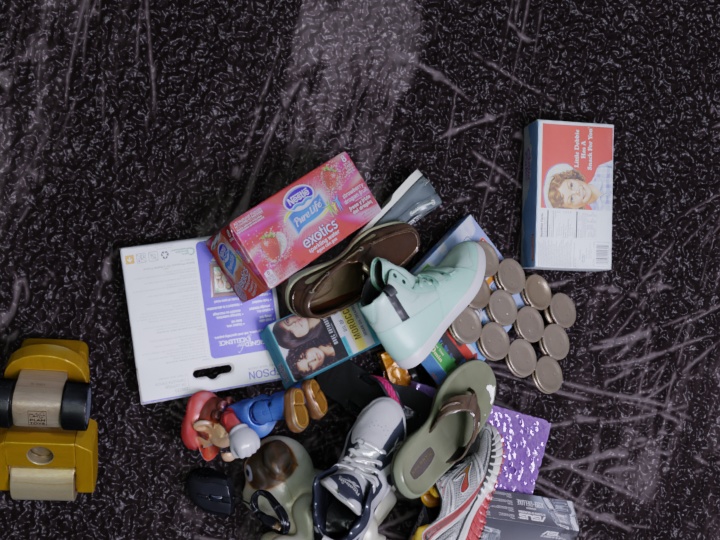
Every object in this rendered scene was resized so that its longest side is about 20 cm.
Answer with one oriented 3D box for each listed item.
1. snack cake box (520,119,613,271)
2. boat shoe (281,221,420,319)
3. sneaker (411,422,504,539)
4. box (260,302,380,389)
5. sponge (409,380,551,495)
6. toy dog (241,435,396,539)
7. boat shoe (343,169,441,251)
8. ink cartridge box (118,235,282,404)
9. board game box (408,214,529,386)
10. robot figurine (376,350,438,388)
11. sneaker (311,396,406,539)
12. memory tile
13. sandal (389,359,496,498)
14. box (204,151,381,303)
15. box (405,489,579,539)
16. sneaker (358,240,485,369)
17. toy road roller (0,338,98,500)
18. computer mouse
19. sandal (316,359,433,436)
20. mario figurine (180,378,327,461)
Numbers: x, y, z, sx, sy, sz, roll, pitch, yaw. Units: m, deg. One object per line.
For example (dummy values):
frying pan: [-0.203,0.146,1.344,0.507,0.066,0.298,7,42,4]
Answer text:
snack cake box: [0.287,-0.102,1.261,0.113,0.067,0.204,2,89,-8]
boat shoe: [0.002,0.006,1.137,0.201,0.075,0.076,-32,115,-19]
sneaker: [0.121,0.264,1.102,0.081,0.078,0.201,24,48,5]
box: [-0.025,0.074,1.183,0.198,0.049,0.083,-24,82,-24]
sponge: [0.146,0.227,1.192,0.197,0.030,0.114,18,84,-11]
toy dog: [-0.061,0.293,1.162,0.198,0.139,0.196,31,84,-6]
boat shoe: [0.032,-0.045,1.214,0.062,0.073,0.201,42,78,-3]
ink cartridge box: [-0.205,0.058,1.184,0.194,0.043,0.204,-8,89,-11]
board game box: [0.131,0.042,1.207,0.152,0.036,0.200,51,54,-6]
robot figurine: [0.099,0.193,1.229,0.143,0.058,0.203,-18,92,-9]
sneaker: [-0.002,0.237,1.051,0.079,0.130,0.201,29,78,10]
memory tile: [0.207,0.062,1.215,0.198,0.017,0.155,31,61,-22]
sandal: [0.112,0.193,1.088,0.080,0.057,0.202,49,57,-15]
box: [-0.084,-0.056,1.148,0.199,0.099,0.096,-36,96,-30]
box: [0.168,0.359,1.199,0.196,0.050,0.159,11,128,-10]
sneaker: [0.076,0.007,1.108,0.119,0.073,0.201,51,57,-22]
toy road roller: [-0.388,0.176,1.129,0.120,0.147,0.203,4,126,-10]
computer mouse: [-0.159,0.290,1.125,0.034,0.198,0.060,-8,99,-44]
sandal: [0.016,0.167,1.164,0.198,0.045,0.076,24,85,31]
mario figurine: [-0.136,0.199,1.124,0.197,0.123,0.108,-16,56,28]
